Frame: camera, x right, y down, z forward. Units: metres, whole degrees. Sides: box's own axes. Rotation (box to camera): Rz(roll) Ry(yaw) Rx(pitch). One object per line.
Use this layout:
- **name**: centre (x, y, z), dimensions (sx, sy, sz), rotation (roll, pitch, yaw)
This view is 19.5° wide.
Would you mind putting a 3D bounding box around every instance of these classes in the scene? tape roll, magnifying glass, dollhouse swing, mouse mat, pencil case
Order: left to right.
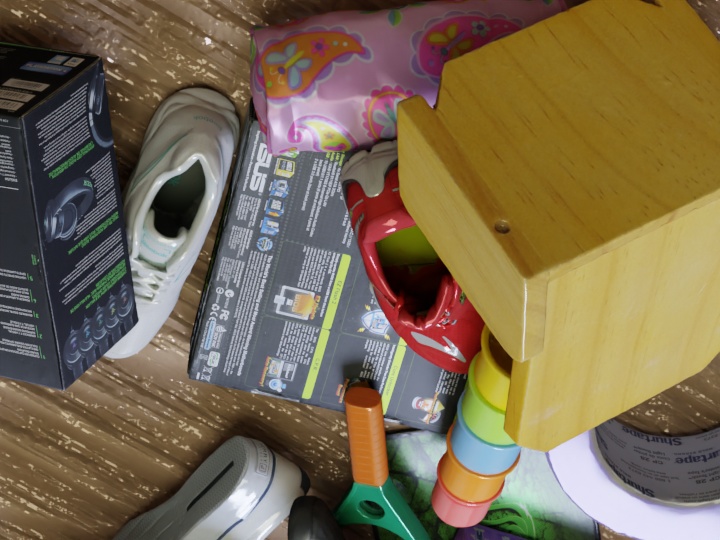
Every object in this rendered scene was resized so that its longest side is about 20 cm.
- **magnifying glass**: centre (0.009, 0.154, 1.437), dimensions (0.080, 0.022, 0.200), rotation (10, 138, 16)
- **pencil case**: centre (0.033, -0.121, 1.265), dimensions (0.200, 0.087, 0.087), rotation (-9, 119, -3)
- **mouse mat**: centre (0.090, 0.190, 1.496), dimensions (0.161, 0.008, 0.200), rotation (-9, 120, 6)
- **dollhouse swing**: centre (0.129, -0.026, 1.236), dimensions (0.200, 0.182, 0.176), rotation (-26, 158, -23)
- **tape roll**: centre (0.215, 0.077, 1.381), dimensions (0.200, 0.085, 0.200), rotation (0, 118, -1)

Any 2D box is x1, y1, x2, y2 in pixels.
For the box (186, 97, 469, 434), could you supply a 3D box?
- **box**: centre (0.000, 0.000, 1.367), dimensions (0.193, 0.048, 0.200), rotation (11, 119, -8)

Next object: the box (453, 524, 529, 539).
- **box**: centre (0.141, 0.269, 1.514), dimensions (0.200, 0.039, 0.137), rotation (19, 119, -10)

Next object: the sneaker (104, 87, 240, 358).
- **sneaker**: centre (-0.136, -0.019, 1.340), dimensions (0.070, 0.080, 0.200), rotation (18, 120, -11)

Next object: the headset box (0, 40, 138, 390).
- **headset box**: centre (-0.240, -0.034, 1.289), dimensions (0.174, 0.093, 0.200), rotation (10, 122, 25)

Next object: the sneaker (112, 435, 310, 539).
- **sneaker**: centre (-0.114, 0.196, 1.466), dimensions (0.071, 0.073, 0.200), rotation (30, 124, -32)

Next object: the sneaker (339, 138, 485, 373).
- **sneaker**: centre (0.036, 0.011, 1.286), dimensions (0.077, 0.085, 0.200), rotation (-20, 136, 11)

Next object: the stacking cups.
- **stacking cups**: centre (0.082, 0.099, 1.356), dimensions (0.060, 0.061, 0.200), rotation (12, 145, -6)

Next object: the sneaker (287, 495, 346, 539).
- **sneaker**: centre (0.029, 0.225, 1.442), dimensions (0.115, 0.075, 0.200), rotation (-13, 122, 15)
